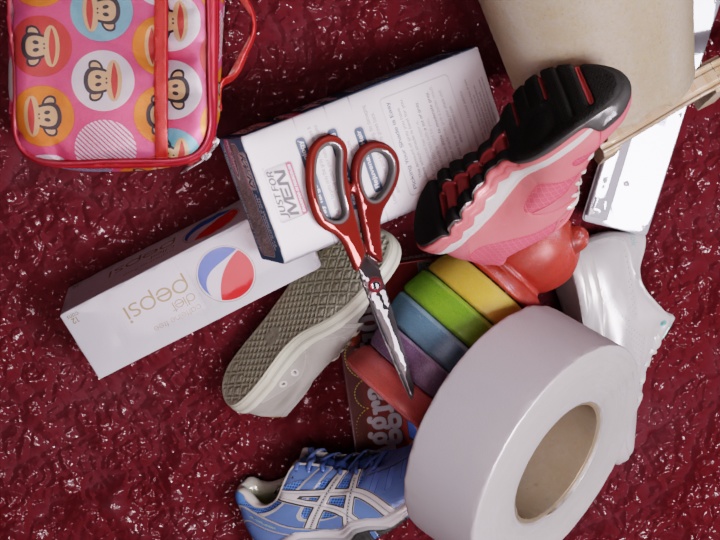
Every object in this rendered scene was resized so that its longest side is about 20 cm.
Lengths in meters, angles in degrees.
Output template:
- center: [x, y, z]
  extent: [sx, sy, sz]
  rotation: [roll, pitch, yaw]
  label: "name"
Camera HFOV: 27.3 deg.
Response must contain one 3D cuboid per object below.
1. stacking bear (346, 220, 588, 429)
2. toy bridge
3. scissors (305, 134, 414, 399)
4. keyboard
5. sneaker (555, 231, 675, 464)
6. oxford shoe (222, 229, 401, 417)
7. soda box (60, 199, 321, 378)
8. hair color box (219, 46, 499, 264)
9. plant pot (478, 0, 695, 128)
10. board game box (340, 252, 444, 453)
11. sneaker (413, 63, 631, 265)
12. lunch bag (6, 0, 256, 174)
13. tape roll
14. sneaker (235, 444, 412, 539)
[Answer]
- center: [0.092, 0.030, 1.154]
  extent: [0.200, 0.121, 0.114]
  rotation: [-49, 142, 0]
  label: "stacking bear"
- center: [0.267, -0.143, 1.131]
  extent: [0.200, 0.067, 0.027]
  rotation: [-27, 83, -3]
  label: "toy bridge"
- center: [0.000, 0.000, 1.075]
  extent: [0.073, 0.014, 0.200]
  rotation: [-8, 99, -24]
  label: "scissors"
- center: [0.230, -0.128, 1.170]
  extent: [0.056, 0.011, 0.200]
  rotation: [12, 103, -15]
  label: "keyboard"
- center: [0.219, 0.064, 1.220]
  extent: [0.088, 0.075, 0.200]
  rotation: [-15, 110, -12]
  label: "sneaker"
- center: [-0.032, 0.044, 1.182]
  extent: [0.058, 0.075, 0.200]
  rotation: [26, 116, -35]
  label: "oxford shoe"
- center: [-0.132, 0.006, 1.165]
  extent: [0.200, 0.068, 0.064]
  rotation: [-27, 108, 5]
  label: "soda box"
- center: [0.006, -0.088, 1.107]
  extent: [0.200, 0.061, 0.100]
  rotation: [-23, 102, -19]
  label: "hair color box"
- center: [0.161, -0.209, 1.062]
  extent: [0.200, 0.201, 0.184]
  rotation: [-17, 122, 2]
  label: "plant pot"
- center: [0.037, 0.085, 1.235]
  extent: [0.103, 0.019, 0.200]
  rotation: [-8, 111, -1]
  label: "board game box"
- center: [0.128, -0.071, 1.050]
  extent: [0.087, 0.074, 0.200]
  rotation: [25, 132, -31]
  label: "sneaker"
- center: [-0.164, -0.171, 1.075]
  extent: [0.176, 0.082, 0.200]
  rotation: [0, 96, -1]
  label: "lunch bag"
- center: [0.123, 0.130, 1.119]
  extent: [0.202, 0.071, 0.203]
  rotation: [-34, 140, -34]
  label: "tape roll"
- center: [-0.019, 0.182, 1.221]
  extent: [0.200, 0.076, 0.077]
  rotation: [-27, 103, 22]
  label: "sneaker"
